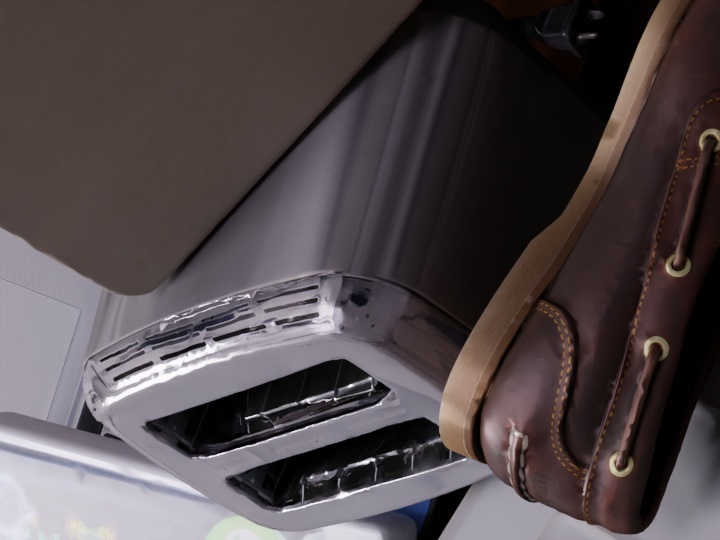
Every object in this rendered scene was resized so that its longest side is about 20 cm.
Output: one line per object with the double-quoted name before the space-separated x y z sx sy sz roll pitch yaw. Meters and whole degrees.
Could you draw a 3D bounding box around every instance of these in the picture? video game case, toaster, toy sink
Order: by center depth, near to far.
"toy sink" -0.062 -0.115 0.833 0.200 0.130 0.112 -48 37 13
"toaster" 0.000 0.000 0.877 0.200 0.114 0.129 -19 45 43
"video game case" -0.068 0.159 1.017 0.200 0.023 0.182 11 104 36

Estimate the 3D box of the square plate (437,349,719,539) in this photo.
"square plate" 0.065 0.104 0.804 0.198 0.028 0.200 -59 28 -1

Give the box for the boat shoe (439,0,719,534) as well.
"boat shoe" 0.101 -0.019 0.786 0.070 0.070 0.200 25 85 31

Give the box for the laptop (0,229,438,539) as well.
"laptop" -0.077 0.084 1.032 0.116 0.200 0.187 -62 -7 -67

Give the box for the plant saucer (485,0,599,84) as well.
"plant saucer" 0.014 -0.112 0.985 0.200 0.032 0.201 -8 80 57
